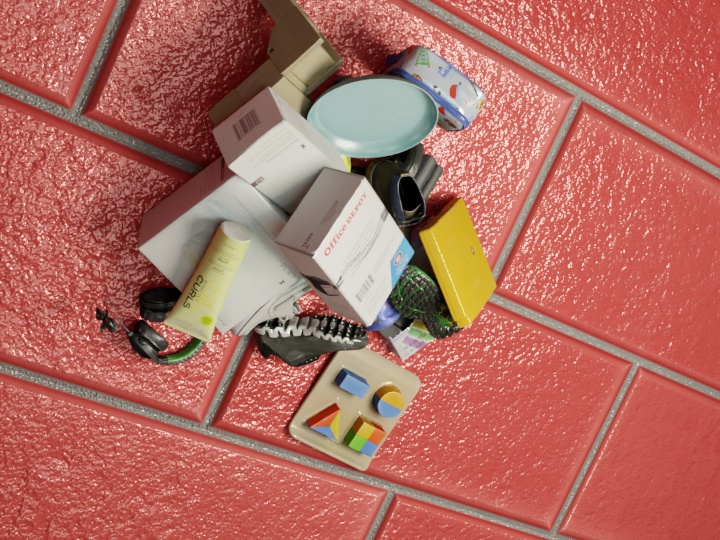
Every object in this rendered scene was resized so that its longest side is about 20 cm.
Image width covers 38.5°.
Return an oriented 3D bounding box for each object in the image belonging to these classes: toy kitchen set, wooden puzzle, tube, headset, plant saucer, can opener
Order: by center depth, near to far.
[{"bbox_3d":[-0.221,0.020,1.530,0.052,0.058,0.200,-9,137,-51],"label":"tube"},{"bbox_3d":[0.017,-0.236,1.559,0.199,0.200,0.028,8,61,-24],"label":"plant saucer"},{"bbox_3d":[-0.138,-0.303,1.577,0.200,0.181,0.163,-40,152,9],"label":"toy kitchen set"},{"bbox_3d":[-0.323,0.088,1.626,0.199,0.094,0.124,16,99,-37],"label":"headset"},{"bbox_3d":[0.064,-0.109,1.755,0.053,0.067,0.201,43,73,-46],"label":"can opener"},{"bbox_3d":[-0.004,0.244,1.832,0.185,0.046,0.201,31,92,-27],"label":"wooden puzzle"}]

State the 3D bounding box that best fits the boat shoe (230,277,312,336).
[{"bbox_3d":[-0.124,0.048,1.667,0.200,0.072,0.066,-41,91,3],"label":"boat shoe"}]

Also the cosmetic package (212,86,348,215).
[{"bbox_3d":[-0.112,-0.168,1.520,0.113,0.081,0.200,-36,145,14],"label":"cosmetic package"}]

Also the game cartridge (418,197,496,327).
[{"bbox_3d":[0.165,-0.016,1.735,0.032,0.200,0.177,-18,101,26],"label":"game cartridge"}]

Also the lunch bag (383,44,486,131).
[{"bbox_3d":[0.109,-0.289,1.636,0.160,0.200,0.076,34,89,-10],"label":"lunch bag"}]

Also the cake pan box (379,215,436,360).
[{"bbox_3d":[0.098,0.033,1.811,0.200,0.052,0.185,-33,113,-10],"label":"cake pan box"}]

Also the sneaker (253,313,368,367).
[{"bbox_3d":[-0.084,0.122,1.727,0.199,0.067,0.091,5,119,7],"label":"sneaker"}]

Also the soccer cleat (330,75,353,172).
[{"bbox_3d":[-0.044,-0.214,1.652,0.064,0.084,0.201,15,96,19],"label":"soccer cleat"}]

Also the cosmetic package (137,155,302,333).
[{"bbox_3d":[-0.201,-0.048,1.592,0.200,0.123,0.199,-35,117,13],"label":"cosmetic package"}]

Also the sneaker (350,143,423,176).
[{"bbox_3d":[0.015,-0.150,1.715,0.104,0.060,0.200,30,97,-31],"label":"sneaker"}]

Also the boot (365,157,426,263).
[{"bbox_3d":[0.061,-0.078,1.663,0.074,0.097,0.201,-20,109,-20],"label":"boot"}]

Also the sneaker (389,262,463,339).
[{"bbox_3d":[0.099,0.041,1.723,0.078,0.085,0.200,-32,139,10],"label":"sneaker"}]

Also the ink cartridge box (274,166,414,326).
[{"bbox_3d":[-0.020,-0.034,1.539,0.145,0.083,0.200,-57,141,-17],"label":"ink cartridge box"}]

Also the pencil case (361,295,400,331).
[{"bbox_3d":[0.000,0.000,1.694,0.078,0.087,0.201,-13,115,29],"label":"pencil case"}]
